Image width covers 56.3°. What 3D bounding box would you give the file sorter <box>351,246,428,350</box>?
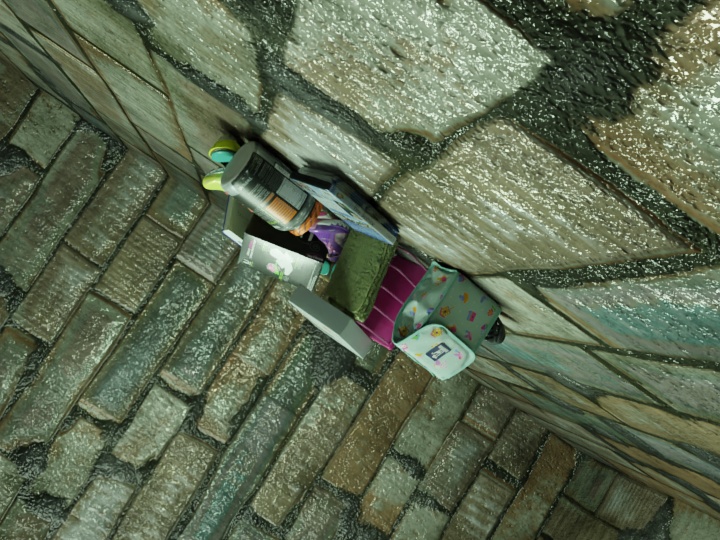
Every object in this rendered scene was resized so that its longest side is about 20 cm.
[{"bbox_3d":[0.046,0.044,1.520,0.138,0.201,0.125,25,169,46],"label":"file sorter"}]

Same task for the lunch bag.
[{"bbox_3d":[0.174,0.112,1.404,0.170,0.201,0.122,38,172,-32],"label":"lunch bag"}]

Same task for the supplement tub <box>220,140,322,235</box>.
[{"bbox_3d":[-0.183,-0.167,1.414,0.200,0.123,0.122,37,172,-30],"label":"supplement tub"}]

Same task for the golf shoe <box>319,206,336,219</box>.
[{"bbox_3d":[-0.145,-0.138,1.583,0.199,0.093,0.073,31,173,-5],"label":"golf shoe"}]

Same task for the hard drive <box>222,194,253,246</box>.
[{"bbox_3d":[-0.289,-0.159,1.715,0.025,0.202,0.132,-10,151,27],"label":"hard drive"}]

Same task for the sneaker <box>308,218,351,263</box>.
[{"bbox_3d":[-0.052,-0.063,1.519,0.080,0.089,0.200,10,174,30],"label":"sneaker"}]

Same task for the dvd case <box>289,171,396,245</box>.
[{"bbox_3d":[-0.033,-0.120,1.293,0.200,0.018,0.142,37,174,-38],"label":"dvd case"}]

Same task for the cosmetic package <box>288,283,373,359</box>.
[{"bbox_3d":[-0.062,0.118,1.519,0.150,0.052,0.200,30,169,25],"label":"cosmetic package"}]

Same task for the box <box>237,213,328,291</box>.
[{"bbox_3d":[-0.176,-0.068,1.633,0.198,0.149,0.125,21,139,-5],"label":"box"}]

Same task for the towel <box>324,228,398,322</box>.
[{"bbox_3d":[0.000,0.000,1.445,0.036,0.202,0.148,17,-174,-42],"label":"towel"}]

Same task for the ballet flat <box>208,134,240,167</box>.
[{"bbox_3d":[-0.288,-0.261,1.487,0.066,0.068,0.200,-5,171,6],"label":"ballet flat"}]

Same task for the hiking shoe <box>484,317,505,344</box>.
[{"bbox_3d":[0.258,0.101,1.543,0.200,0.076,0.101,40,-174,30],"label":"hiking shoe"}]

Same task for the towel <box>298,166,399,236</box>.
[{"bbox_3d":[-0.024,-0.135,1.328,0.200,0.024,0.146,38,173,-35],"label":"towel"}]

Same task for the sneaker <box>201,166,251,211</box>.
[{"bbox_3d":[-0.256,-0.178,1.500,0.198,0.091,0.078,4,174,-1],"label":"sneaker"}]

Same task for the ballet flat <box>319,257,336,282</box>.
[{"bbox_3d":[-0.058,0.010,1.714,0.072,0.068,0.199,13,-172,-42],"label":"ballet flat"}]
